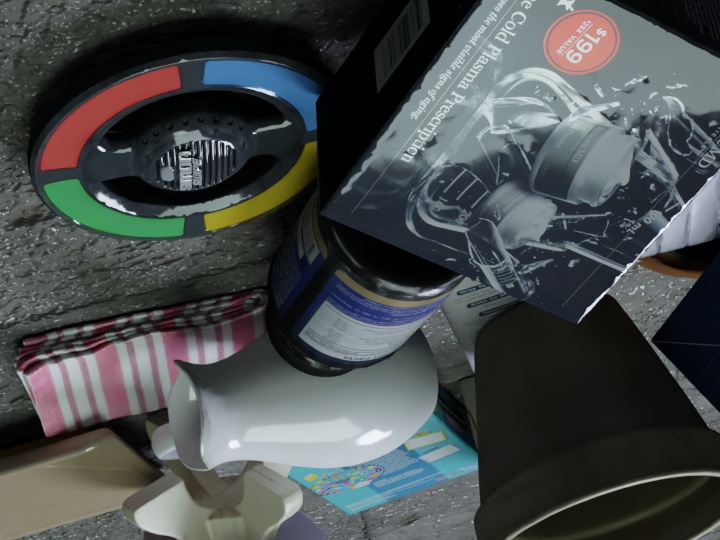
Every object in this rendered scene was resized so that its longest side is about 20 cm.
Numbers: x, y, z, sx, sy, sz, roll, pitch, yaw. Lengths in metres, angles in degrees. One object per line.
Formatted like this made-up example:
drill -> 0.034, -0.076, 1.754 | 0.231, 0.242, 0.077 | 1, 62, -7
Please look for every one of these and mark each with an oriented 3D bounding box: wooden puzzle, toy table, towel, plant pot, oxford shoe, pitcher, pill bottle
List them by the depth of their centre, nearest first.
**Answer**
pill bottle -> 0.000, 0.000, 1.099 | 0.111, 0.113, 0.200 | -4, 159, -20
plant pot -> 0.164, 0.116, 1.213 | 0.199, 0.174, 0.200 | -12, 153, -6
oxford shoe -> 0.224, -0.027, 1.228 | 0.071, 0.072, 0.200 | -20, 153, 33
pitcher -> -0.055, 0.101, 1.249 | 0.199, 0.122, 0.172 | -11, 169, -24
towel -> -0.160, 0.077, 1.266 | 0.199, 0.030, 0.147 | -12, 153, -6
toy table -> -0.108, 0.193, 1.327 | 0.184, 0.199, 0.118 | -38, 128, -44
wooden puzzle -> -0.270, 0.181, 1.397 | 0.184, 0.037, 0.200 | -16, 158, 8

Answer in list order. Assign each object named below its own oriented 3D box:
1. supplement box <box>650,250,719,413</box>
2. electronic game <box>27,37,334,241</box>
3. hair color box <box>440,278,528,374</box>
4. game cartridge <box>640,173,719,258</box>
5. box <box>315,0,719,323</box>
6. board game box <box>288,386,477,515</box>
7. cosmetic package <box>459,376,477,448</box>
supplement box -> 0.355, 0.005, 1.174 | 0.199, 0.134, 0.200 | -23, 153, -42
electronic game -> -0.103, -0.076, 0.998 | 0.199, 0.042, 0.200 | -12, 153, -6
hair color box -> 0.108, 0.005, 1.233 | 0.099, 0.061, 0.200 | -19, 153, 6
game cartridge -> 0.192, -0.077, 1.063 | 0.129, 0.039, 0.200 | -11, 145, 0
box -> 0.101, -0.096, 0.911 | 0.181, 0.104, 0.200 | 21, 129, -22
board game box -> 0.015, 0.154, 1.475 | 0.150, 0.047, 0.200 | -21, 152, 13
cosmetic package -> 0.154, 0.193, 1.454 | 0.073, 0.201, 0.104 | -19, 151, 7
